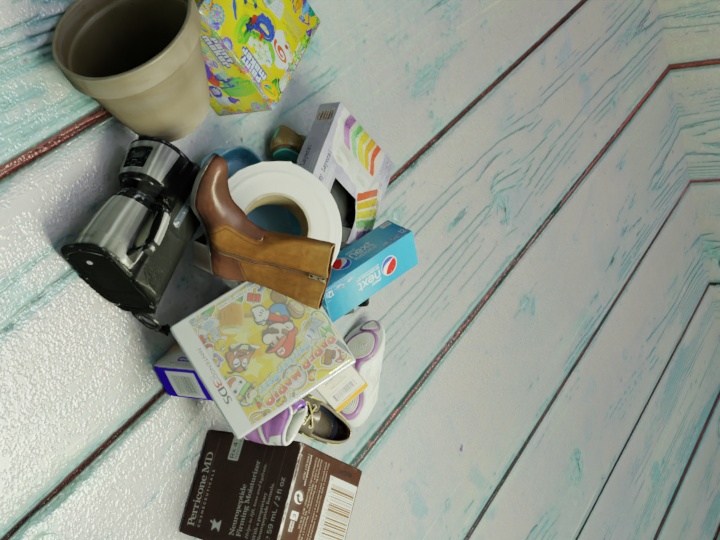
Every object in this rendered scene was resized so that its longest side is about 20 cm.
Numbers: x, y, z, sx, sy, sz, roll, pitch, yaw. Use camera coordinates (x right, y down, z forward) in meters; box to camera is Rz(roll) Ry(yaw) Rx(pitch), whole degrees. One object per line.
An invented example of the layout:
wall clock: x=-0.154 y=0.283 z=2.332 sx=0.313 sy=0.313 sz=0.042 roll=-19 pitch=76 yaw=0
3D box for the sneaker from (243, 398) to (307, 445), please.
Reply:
sneaker: x=-0.121 y=0.153 z=1.450 sx=0.072 sy=0.113 sz=0.203 roll=-15 pitch=108 yaw=-54

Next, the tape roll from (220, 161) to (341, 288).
tape roll: x=-0.130 y=-0.058 z=1.496 sx=0.200 sy=0.071 sz=0.205 roll=2 pitch=81 yaw=-11

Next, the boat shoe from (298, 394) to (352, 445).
boat shoe: x=-0.085 y=0.232 z=1.610 sx=0.200 sy=0.059 sz=0.073 roll=41 pitch=61 yaw=-48

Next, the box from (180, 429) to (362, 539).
box: x=-0.134 y=0.353 z=1.541 sx=0.164 sy=0.198 sz=0.168 roll=35 pitch=63 yaw=-47

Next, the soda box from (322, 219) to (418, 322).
soda box: x=0.000 y=0.000 z=1.637 sx=0.199 sy=0.064 sz=0.068 roll=-33 pitch=129 yaw=-28

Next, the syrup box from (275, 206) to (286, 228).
syrup box: x=-0.095 y=-0.087 z=1.690 sx=0.199 sy=0.078 sz=0.082 roll=20 pitch=75 yaw=-52

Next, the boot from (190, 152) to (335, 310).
boot: x=-0.130 y=-0.051 z=1.355 sx=0.069 sy=0.198 sz=0.190 roll=-47 pitch=151 yaw=-58

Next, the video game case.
video game case: x=-0.136 y=0.105 z=1.412 sx=0.199 sy=0.023 sz=0.183 roll=-32 pitch=83 yaw=-15

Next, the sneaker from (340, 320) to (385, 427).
sneaker: x=0.001 y=0.190 z=1.846 sx=0.100 sy=0.074 sz=0.202 roll=59 pitch=44 yaw=-61

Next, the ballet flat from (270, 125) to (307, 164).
ballet flat: x=-0.084 y=-0.187 z=1.728 sx=0.199 sy=0.067 sz=0.073 roll=33 pitch=45 yaw=-44

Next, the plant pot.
plant pot: x=-0.286 y=-0.271 z=1.361 sx=0.201 sy=0.198 sz=0.174 roll=-67 pitch=153 yaw=-27

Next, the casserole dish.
casserole dish: x=-0.174 y=-0.096 z=1.552 sx=0.121 sy=0.039 sz=0.201 roll=-39 pitch=99 yaw=-15

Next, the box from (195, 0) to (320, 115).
box: x=-0.188 y=-0.377 z=1.526 sx=0.200 sy=0.121 sz=0.194 roll=52 pitch=51 yaw=-41

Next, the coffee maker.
coffee maker: x=-0.295 y=-0.053 z=1.404 sx=0.193 sy=0.133 sz=0.201 roll=80 pitch=31 yaw=-56

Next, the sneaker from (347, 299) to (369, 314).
sneaker: x=-0.038 y=0.037 z=1.770 sx=0.199 sy=0.076 sz=0.085 roll=0 pitch=87 yaw=-52

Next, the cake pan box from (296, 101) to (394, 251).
cake pan box: x=-0.033 y=-0.144 z=1.667 sx=0.184 sy=0.052 sz=0.202 roll=44 pitch=57 yaw=-41

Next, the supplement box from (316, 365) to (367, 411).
supplement box: x=-0.085 y=0.126 z=1.657 sx=0.073 sy=0.126 sz=0.200 roll=-39 pitch=128 yaw=-4

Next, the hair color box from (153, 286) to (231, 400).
hair color box: x=-0.205 y=0.105 z=1.518 sx=0.200 sy=0.108 sz=0.065 roll=-49 pitch=128 yaw=-42
